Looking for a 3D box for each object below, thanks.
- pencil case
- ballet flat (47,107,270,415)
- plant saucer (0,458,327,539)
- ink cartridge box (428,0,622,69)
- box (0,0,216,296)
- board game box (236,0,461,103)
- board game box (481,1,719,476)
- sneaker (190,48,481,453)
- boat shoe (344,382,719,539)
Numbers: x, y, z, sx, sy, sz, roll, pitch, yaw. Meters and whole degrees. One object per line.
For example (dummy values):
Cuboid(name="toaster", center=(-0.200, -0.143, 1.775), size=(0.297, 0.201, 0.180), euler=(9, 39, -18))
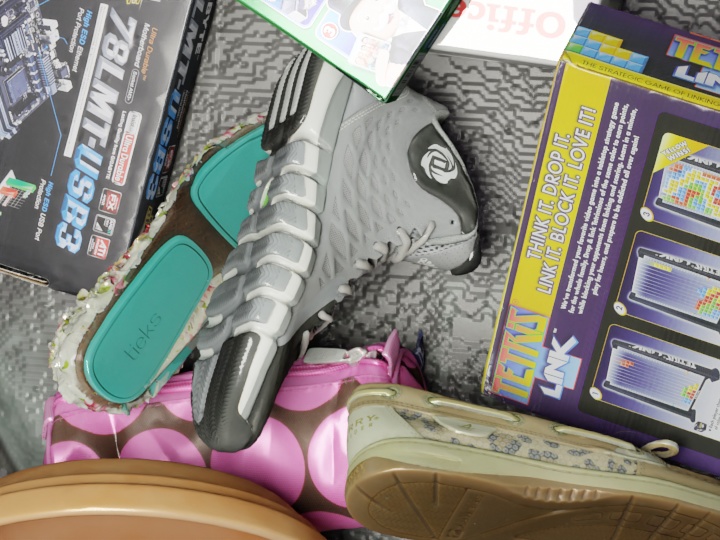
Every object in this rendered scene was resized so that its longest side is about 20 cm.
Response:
Cuboid(name="pencil case", center=(-0.062, 0.084, 0.982), size=(0.200, 0.091, 0.094), euler=(-10, 129, 12))
Cuboid(name="ballet flat", center=(-0.082, -0.013, 0.967), size=(0.200, 0.064, 0.076), euler=(-45, 114, -20))
Cuboid(name="plant saucer", center=(-0.107, 0.136, 0.941), size=(0.200, 0.200, 0.037), euler=(-7, 61, 13))
Cuboid(name="ink cartridge box", center=(0.056, -0.198, 0.923), size=(0.147, 0.083, 0.200), euler=(8, 98, 11))
Cuboid(name="box", center=(-0.184, -0.104, 1.005), size=(0.198, 0.050, 0.200), euler=(17, 101, 8))
Cuboid(name="board game box", center=(0.013, -0.194, 0.874), size=(0.135, 0.029, 0.200), euler=(35, 101, 6))
Cuboid(name="board game box", center=(0.154, -0.004, 0.893), size=(0.165, 0.057, 0.200), euler=(20, 131, 11))
Cuboid(name="sneaker", center=(0.000, 0.000, 0.925), size=(0.115, 0.075, 0.200), euler=(21, 76, -20))
Cuboid(name="boat shoe", center=(0.089, 0.093, 0.911), size=(0.200, 0.063, 0.073), euler=(14, 136, -20))
